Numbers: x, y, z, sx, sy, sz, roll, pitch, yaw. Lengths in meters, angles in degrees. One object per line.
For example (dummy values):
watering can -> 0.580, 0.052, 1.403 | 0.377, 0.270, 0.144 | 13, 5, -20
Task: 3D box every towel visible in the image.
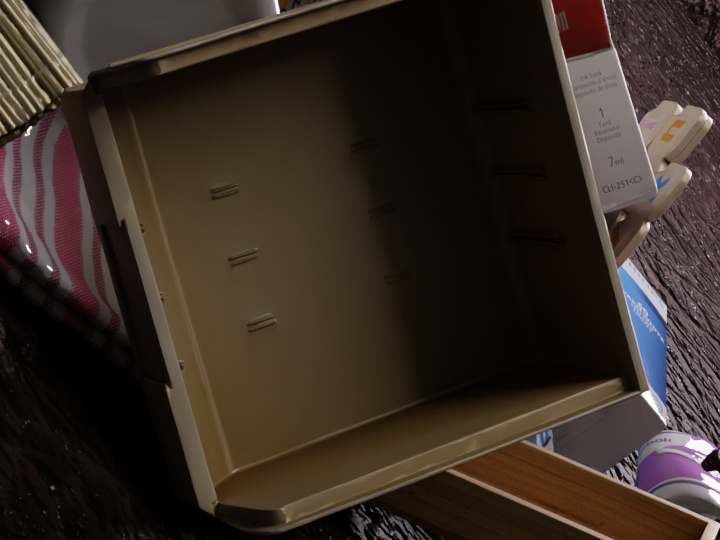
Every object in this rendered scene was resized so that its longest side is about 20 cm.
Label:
towel -> -0.111, -0.009, 1.013 | 0.200, 0.030, 0.147 | 40, 23, -35

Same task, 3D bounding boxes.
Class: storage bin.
storage bin -> -0.004, -0.016, 0.925 | 0.094, 0.197, 0.202 | 7, -66, 67

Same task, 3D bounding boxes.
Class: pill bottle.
pill bottle -> -0.115, -0.144, 1.031 | 0.116, 0.116, 0.200 | 42, 8, -30

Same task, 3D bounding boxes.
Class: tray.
tray -> 0.076, 0.116, 1.079 | 0.199, 0.037, 0.099 | 22, 15, 12

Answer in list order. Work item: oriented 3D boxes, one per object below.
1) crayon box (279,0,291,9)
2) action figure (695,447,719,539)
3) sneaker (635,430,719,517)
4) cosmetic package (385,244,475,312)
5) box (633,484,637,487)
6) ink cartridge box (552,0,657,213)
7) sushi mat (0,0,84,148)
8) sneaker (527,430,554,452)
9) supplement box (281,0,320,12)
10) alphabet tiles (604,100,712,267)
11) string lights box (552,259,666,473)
crayon box -> -0.078, -0.196, 1.154 | 0.126, 0.199, 0.052 | 46, 18, -20
action figure -> 0.202, 0.156, 1.209 | 0.130, 0.198, 0.070 | -106, -172, -61
sneaker -> 0.247, 0.175, 1.343 | 0.201, 0.072, 0.115 | 46, 17, -18
cosmetic package -> 0.000, 0.000, 1.101 | 0.103, 0.073, 0.200 | 40, 2, -38
box -> 0.215, 0.227, 1.353 | 0.201, 0.046, 0.159 | 58, 19, 13
ink cartridge box -> 0.111, -0.121, 1.345 | 0.200, 0.044, 0.178 | 174, -100, -77
sushi mat -> -0.212, -0.132, 0.910 | 0.201, 0.095, 0.012 | 53, -24, 0
sneaker -> 0.050, 0.056, 1.257 | 0.078, 0.066, 0.201 | 1, 56, -34
supplement box -> 0.019, -0.088, 1.394 | 0.126, 0.073, 0.201 | 35, 25, -46
alphabet tiles -> 0.148, -0.025, 1.376 | 0.015, 0.200, 0.196 | 38, 0, -13
string lights box -> 0.139, 0.066, 1.367 | 0.059, 0.103, 0.200 | 49, 19, -10
